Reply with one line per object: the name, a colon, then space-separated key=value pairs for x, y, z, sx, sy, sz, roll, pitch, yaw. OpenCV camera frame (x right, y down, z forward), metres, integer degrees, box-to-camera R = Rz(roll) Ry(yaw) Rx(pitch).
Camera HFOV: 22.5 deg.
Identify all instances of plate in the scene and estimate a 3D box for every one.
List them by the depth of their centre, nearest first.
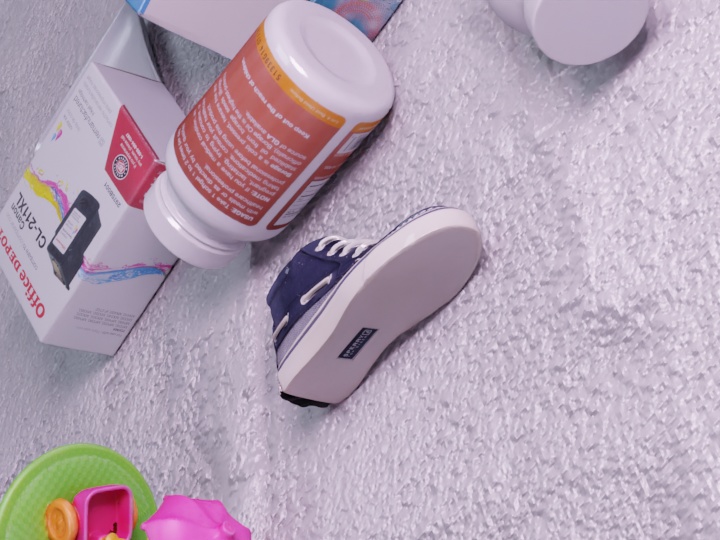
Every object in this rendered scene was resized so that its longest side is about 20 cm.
plate: x=-0.237 y=-0.128 z=1.690 sx=0.200 sy=0.032 sz=0.200 roll=-54 pitch=34 yaw=24

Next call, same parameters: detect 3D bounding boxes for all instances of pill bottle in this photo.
pill bottle: x=0.115 y=-0.216 z=1.133 sx=0.104 sy=0.104 sz=0.200 roll=-50 pitch=36 yaw=28
pill bottle: x=-0.074 y=-0.095 z=1.342 sx=0.200 sy=0.112 sz=0.113 roll=-46 pitch=38 yaw=31

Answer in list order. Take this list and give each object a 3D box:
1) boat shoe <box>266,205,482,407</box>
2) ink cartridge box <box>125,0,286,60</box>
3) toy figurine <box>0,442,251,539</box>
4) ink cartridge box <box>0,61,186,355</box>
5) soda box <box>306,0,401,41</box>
boat shoe: x=0.000 y=0.000 z=1.203 sx=0.200 sy=0.074 sz=0.093 roll=-45 pitch=46 yaw=34
ink cartridge box: x=-0.138 y=-0.278 z=1.540 sx=0.129 sy=0.125 sz=0.200 roll=-61 pitch=33 yaw=12
toy figurine: x=-0.147 y=0.226 z=1.267 sx=0.184 sy=0.150 sz=0.201 roll=-1 pitch=92 yaw=47
ink cartridge box: x=-0.220 y=-0.050 z=1.539 sx=0.200 sy=0.083 sz=0.146 roll=-54 pitch=49 yaw=21
soda box: x=0.025 y=-0.263 z=1.339 sx=0.200 sy=0.063 sz=0.069 roll=-52 pitch=35 yaw=26
